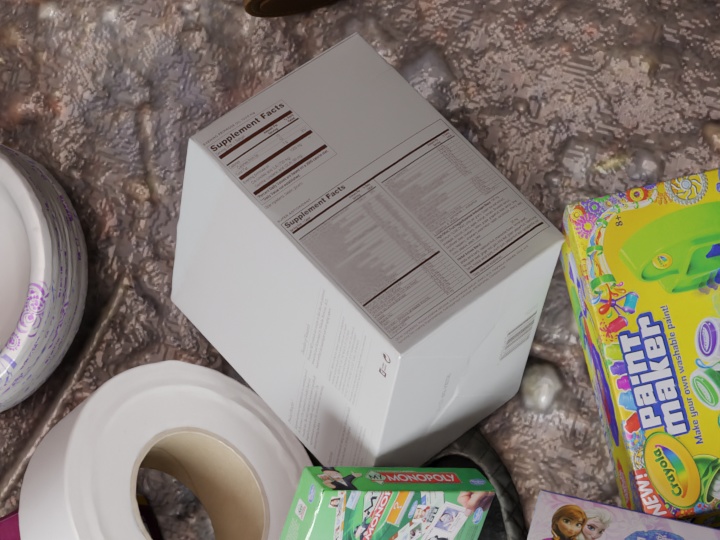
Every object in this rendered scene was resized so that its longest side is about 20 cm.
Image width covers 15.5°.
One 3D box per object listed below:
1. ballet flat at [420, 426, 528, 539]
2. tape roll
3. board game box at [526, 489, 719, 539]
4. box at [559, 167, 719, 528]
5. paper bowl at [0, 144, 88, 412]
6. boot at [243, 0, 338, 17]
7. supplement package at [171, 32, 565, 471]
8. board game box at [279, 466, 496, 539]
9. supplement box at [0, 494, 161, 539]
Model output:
[{"bbox_3d":[0.076,0.174,1.733,0.066,0.057,0.201,-30,74,18],"label":"ballet flat"},{"bbox_3d":[-0.121,0.165,1.732,0.071,0.201,0.204,-36,70,47],"label":"tape roll"},{"bbox_3d":[0.195,0.217,1.590,0.198,0.200,0.041,13,57,8],"label":"board game box"},{"bbox_3d":[0.237,0.046,1.620,0.191,0.122,0.202,-14,78,-1],"label":"box"},{"bbox_3d":[-0.286,0.006,1.869,0.199,0.104,0.202,-2,84,21],"label":"paper bowl"},{"bbox_3d":[-0.022,-0.279,1.811,0.199,0.077,0.156,-33,75,12],"label":"boot"},{"bbox_3d":[0.000,0.000,1.688,0.147,0.192,0.200,-34,68,-26],"label":"supplement package"},{"bbox_3d":[-0.004,0.217,1.689,0.029,0.134,0.201,47,125,49],"label":"board game box"},{"bbox_3d":[-0.240,0.236,1.811,0.199,0.131,0.104,-27,75,17],"label":"supplement box"}]
